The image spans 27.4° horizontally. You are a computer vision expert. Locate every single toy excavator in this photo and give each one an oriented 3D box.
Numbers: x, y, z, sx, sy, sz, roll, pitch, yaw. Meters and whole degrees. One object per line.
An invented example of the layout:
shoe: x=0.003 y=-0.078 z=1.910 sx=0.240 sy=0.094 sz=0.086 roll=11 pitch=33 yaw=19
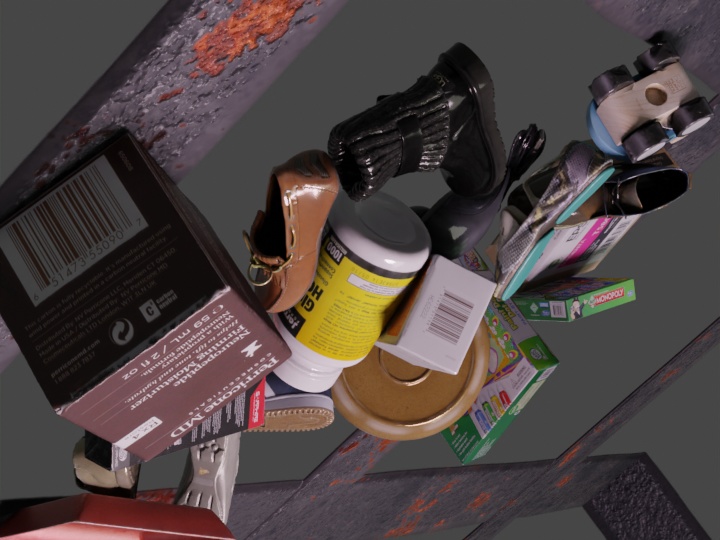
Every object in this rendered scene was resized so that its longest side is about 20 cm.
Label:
toy excavator: x=0.332 y=-0.177 z=1.686 sx=0.193 sy=0.100 sz=0.200 roll=-27 pitch=169 yaw=-17

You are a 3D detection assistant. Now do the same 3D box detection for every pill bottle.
pill bottle: x=-0.020 y=0.024 z=1.488 sx=0.112 sy=0.113 sz=0.201 roll=-10 pitch=140 yaw=-48

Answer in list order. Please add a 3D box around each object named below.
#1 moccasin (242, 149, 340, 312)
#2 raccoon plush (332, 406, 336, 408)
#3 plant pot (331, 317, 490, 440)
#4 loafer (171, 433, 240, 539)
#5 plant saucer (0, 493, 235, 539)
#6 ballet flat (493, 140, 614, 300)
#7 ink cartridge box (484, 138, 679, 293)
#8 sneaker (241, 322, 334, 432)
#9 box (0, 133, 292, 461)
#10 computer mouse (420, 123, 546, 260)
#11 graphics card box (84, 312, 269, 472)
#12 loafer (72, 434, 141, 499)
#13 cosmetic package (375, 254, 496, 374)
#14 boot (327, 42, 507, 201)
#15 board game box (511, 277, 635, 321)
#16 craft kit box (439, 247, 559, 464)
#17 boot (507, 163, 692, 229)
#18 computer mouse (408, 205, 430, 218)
moccasin: x=-0.075 y=-0.029 z=1.381 sx=0.077 sy=0.074 sz=0.202 roll=-14 pitch=153 yaw=-25
raccoon plush: x=-0.022 y=0.088 z=1.695 sx=0.133 sy=0.097 sz=0.201 roll=5 pitch=123 yaw=-47
plant pot: x=0.051 y=0.094 z=1.657 sx=0.199 sy=0.201 sz=0.027 roll=-35 pitch=-172 yaw=-4
loafer: x=-0.171 y=0.239 z=1.681 sx=0.070 sy=0.069 sz=0.202 roll=-25 pitch=129 yaw=-74
plant saucer: x=-0.267 y=0.275 z=1.594 sx=0.199 sy=0.037 sz=0.199 roll=13 pitch=158 yaw=-36
ballet flat: x=0.190 y=-0.060 z=1.585 sx=0.072 sy=0.072 sz=0.201 roll=-3 pitch=135 yaw=-54
ink cartridge box: x=0.269 y=-0.073 z=1.800 sx=0.164 sy=0.075 sz=0.200 roll=-16 pitch=152 yaw=-43
sneaker: x=-0.129 y=0.115 z=1.610 sx=0.198 sy=0.110 sz=0.070 roll=3 pitch=150 yaw=-10
box: x=-0.183 y=0.028 z=1.208 sx=0.165 sy=0.165 sz=0.200 roll=-36 pitch=158 yaw=0
computer mouse: x=0.126 y=-0.066 z=1.567 sx=0.200 sy=0.053 sz=0.139 roll=-38 pitch=167 yaw=-41
graphics card box: x=-0.180 y=0.112 z=1.457 sx=0.199 sy=0.051 sz=0.127 roll=-14 pitch=115 yaw=-46
loafer: x=-0.268 y=0.205 z=1.566 sx=0.067 sy=0.076 sz=0.200 roll=8 pitch=159 yaw=-4
cosmetic package: x=0.067 y=0.043 z=1.526 sx=0.102 sy=0.071 sz=0.200 roll=-65 pitch=-172 yaw=-5
boot: x=0.051 y=-0.107 z=1.396 sx=0.157 sy=0.079 sz=0.212 roll=-39 pitch=148 yaw=-13
board game box: x=0.222 y=0.034 z=1.839 sx=0.134 sy=0.029 sz=0.199 roll=-16 pitch=-169 yaw=-42
craft kit box: x=0.122 y=0.094 z=1.750 sx=0.048 sy=0.198 sz=0.201 roll=-14 pitch=149 yaw=-37
boot: x=0.265 y=-0.089 z=1.621 sx=0.198 sy=0.076 sz=0.097 roll=-9 pitch=179 yaw=-11
computer mouse: x=0.000 y=0.000 z=1.586 sx=0.200 sy=0.034 sz=0.059 roll=-44 pitch=172 yaw=7
